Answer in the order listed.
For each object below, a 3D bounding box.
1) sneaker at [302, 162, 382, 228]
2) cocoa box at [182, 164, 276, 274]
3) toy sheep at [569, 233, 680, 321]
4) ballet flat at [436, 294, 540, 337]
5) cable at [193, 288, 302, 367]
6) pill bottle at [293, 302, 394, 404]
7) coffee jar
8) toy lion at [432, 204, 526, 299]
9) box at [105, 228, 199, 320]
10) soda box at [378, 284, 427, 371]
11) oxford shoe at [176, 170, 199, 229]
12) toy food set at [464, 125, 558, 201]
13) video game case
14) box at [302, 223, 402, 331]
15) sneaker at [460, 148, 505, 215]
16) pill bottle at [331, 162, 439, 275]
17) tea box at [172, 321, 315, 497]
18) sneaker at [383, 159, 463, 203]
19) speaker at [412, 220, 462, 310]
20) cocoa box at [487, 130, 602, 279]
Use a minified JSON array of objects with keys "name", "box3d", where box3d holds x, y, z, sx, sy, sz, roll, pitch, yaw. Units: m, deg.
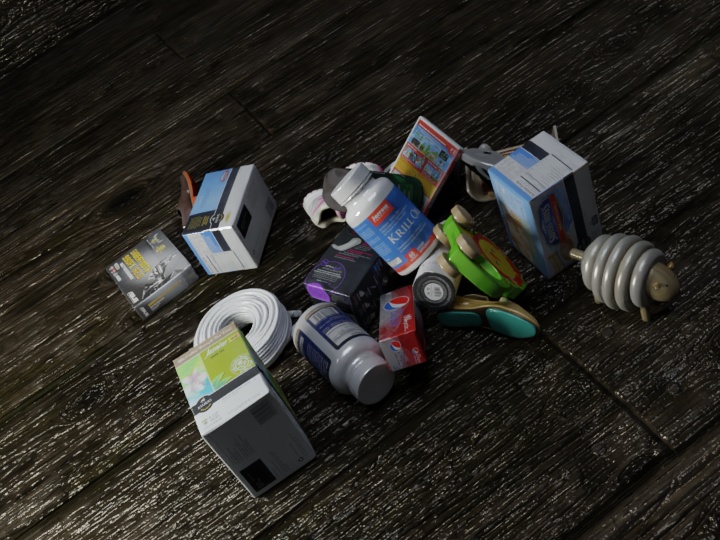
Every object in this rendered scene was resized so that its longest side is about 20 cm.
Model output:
[{"name":"sneaker","box3d":[-0.030,-0.155,1.824,0.199,0.081,0.089,-33,45,17]},{"name":"cocoa box","box3d":[-0.287,-0.113,1.863,0.129,0.134,0.202,-8,45,21]},{"name":"toy sheep","box3d":[0.432,0.004,1.388,0.198,0.139,0.138,18,58,39]},{"name":"ballet flat","box3d":[0.227,0.070,1.479,0.197,0.069,0.063,7,47,32]},{"name":"cable","box3d":[-0.233,0.127,1.658,0.197,0.070,0.201,8,53,33]},{"name":"pill bottle","box3d":[-0.027,0.150,1.497,0.111,0.112,0.200,-38,43,-13]},{"name":"coffee jar","box3d":[0.024,-0.154,1.664,0.198,0.087,0.104,0,11,-41]},{"name":"toy lion","box3d":[0.218,-0.014,1.469,0.069,0.191,0.201,-45,16,20]},{"name":"box","box3d":[-0.478,0.005,1.920,0.158,0.049,0.200,-38,43,-11]},{"name":"soda box","box3d":[0.074,0.098,1.480,0.069,0.064,0.201,-18,20,9]},{"name":"oxford shoe","box3d":[-0.425,-0.173,2.055,0.072,0.072,0.201,-31,42,3]},{"name":"toy food set","box3d":[0.314,-0.227,1.731,0.197,0.061,0.145,-13,44,16]},{"name":"video game case","box3d":[0.119,-0.198,1.736,0.143,0.017,0.202,47,116,41]},{"name":"box","box3d":[0.000,0.000,1.634,0.121,0.107,0.201,15,56,35]},{"name":"sneaker","box3d":[0.270,-0.164,1.650,0.072,0.114,0.199,-21,35,-37]},{"name":"pill bottle","box3d":[0.043,-0.097,1.530,0.112,0.200,0.112,-45,10,11]},{"name":"tea box","box3d":[-0.199,0.236,1.434,0.133,0.201,0.197,-32,42,-6]},{"name":"sneaker","box3d":[0.126,-0.188,1.784,0.197,0.071,0.101,-13,55,27]},{"name":"speaker","box3d":[0.154,-0.015,1.550,0.080,0.082,0.201,-7,29,21]},{"name":"cocoa box","box3d":[0.333,-0.115,1.505,0.130,0.201,0.134,-33,43,-7]}]
